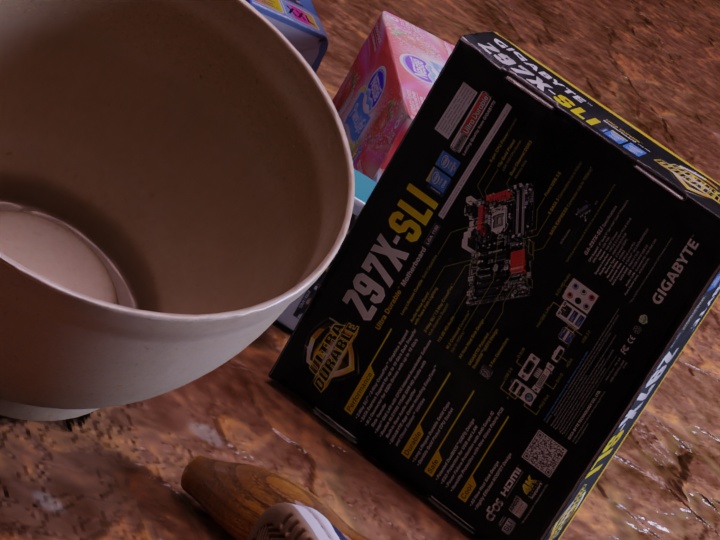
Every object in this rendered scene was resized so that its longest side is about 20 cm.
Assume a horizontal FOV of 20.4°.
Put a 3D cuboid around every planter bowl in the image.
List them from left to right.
[{"bbox_3d":[-0.120,-0.022,0.816,0.199,0.135,0.201,18,44,-19],"label":"planter bowl"}]

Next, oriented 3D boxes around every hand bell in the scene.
[{"bbox_3d":[0.012,0.125,0.807,0.199,0.105,0.104,24,16,21],"label":"hand bell"}]

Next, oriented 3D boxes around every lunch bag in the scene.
[{"bbox_3d":[-0.142,-0.089,0.990,0.135,0.133,0.200,27,29,-15],"label":"lunch bag"}]

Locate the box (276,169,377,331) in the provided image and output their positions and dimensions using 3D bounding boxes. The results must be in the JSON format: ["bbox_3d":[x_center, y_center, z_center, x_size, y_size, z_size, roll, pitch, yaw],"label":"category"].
[{"bbox_3d":[0.000,0.000,1.053,0.200,0.082,0.049,32,19,2],"label":"box"}]

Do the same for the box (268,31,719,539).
[{"bbox_3d":[0.069,0.015,0.942,0.159,0.200,0.049,36,22,17],"label":"box"}]

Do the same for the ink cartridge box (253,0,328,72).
[{"bbox_3d":[-0.110,-0.190,1.367,0.136,0.077,0.200,22,20,-23],"label":"ink cartridge box"}]

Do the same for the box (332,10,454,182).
[{"bbox_3d":[0.038,-0.073,1.254,0.094,0.103,0.200,25,21,-15],"label":"box"}]

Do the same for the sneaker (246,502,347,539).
[{"bbox_3d":[0.030,0.167,0.710,0.108,0.070,0.200,9,35,-35],"label":"sneaker"}]
